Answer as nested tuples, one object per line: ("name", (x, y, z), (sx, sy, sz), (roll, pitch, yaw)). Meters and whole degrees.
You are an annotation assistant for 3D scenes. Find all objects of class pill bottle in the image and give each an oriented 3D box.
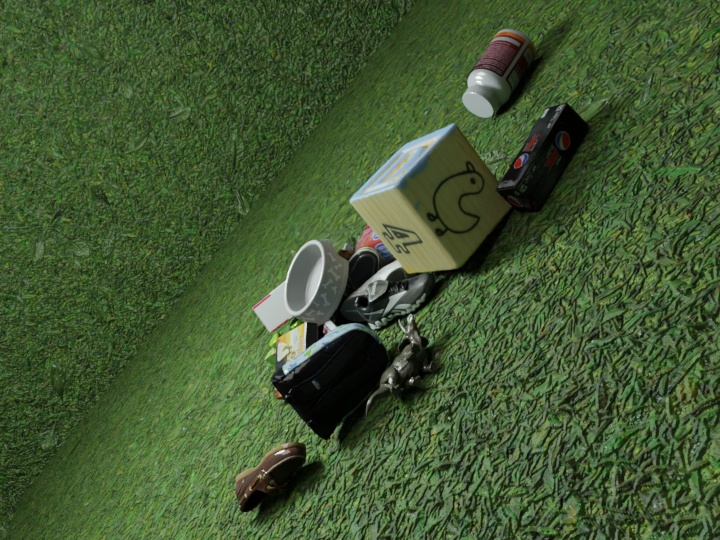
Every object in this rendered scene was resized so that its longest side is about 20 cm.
("pill bottle", (0.331, -0.474, 1.686), (0.200, 0.113, 0.113), (-57, 21, -15))

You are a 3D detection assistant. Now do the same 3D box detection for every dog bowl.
("dog bowl", (-0.105, 0.023, 1.560), (0.200, 0.059, 0.200), (-35, 45, 45))

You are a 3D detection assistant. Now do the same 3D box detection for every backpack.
("backpack", (-0.042, 0.187, 1.317), (0.200, 0.163, 0.154), (-42, 7, 7))

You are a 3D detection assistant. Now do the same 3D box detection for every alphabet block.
("alphabet block", (0.136, -0.132, 1.356), (0.195, 0.200, 0.196), (-47, 17, -20))

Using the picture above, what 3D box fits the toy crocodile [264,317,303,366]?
("toy crocodile", (-0.166, 0.173, 1.721), (0.200, 0.067, 0.062), (-42, 22, 24))

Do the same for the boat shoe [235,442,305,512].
("boat shoe", (-0.170, 0.399, 1.338), (0.200, 0.070, 0.070), (-44, 39, 33))

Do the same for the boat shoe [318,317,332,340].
("boat shoe", (-0.095, 0.122, 1.624), (0.070, 0.070, 0.200), (-9, 68, 50))

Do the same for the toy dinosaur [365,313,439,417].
("toy dinosaur", (0.076, 0.177, 1.219), (0.200, 0.077, 0.102), (-61, 10, -12))

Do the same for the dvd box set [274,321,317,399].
("dvd box set", (-0.145, 0.205, 1.555), (0.200, 0.029, 0.147), (149, 125, -60))

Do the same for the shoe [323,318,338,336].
("shoe", (-0.059, 0.172, 1.488), (0.091, 0.071, 0.200), (-49, 23, -1))

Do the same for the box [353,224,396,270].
("box", (0.087, -0.072, 1.554), (0.200, 0.095, 0.100), (-21, 37, 54))

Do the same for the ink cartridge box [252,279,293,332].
("ink cartridge box", (-0.155, 0.056, 1.767), (0.145, 0.084, 0.200), (-37, 0, 34))

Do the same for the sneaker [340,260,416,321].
("sneaker", (0.042, 0.042, 1.513), (0.200, 0.070, 0.080), (-35, 19, 22))

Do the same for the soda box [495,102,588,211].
("soda box", (0.335, -0.207, 1.285), (0.200, 0.071, 0.063), (-56, 22, -12))

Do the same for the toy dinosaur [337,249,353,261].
("toy dinosaur", (0.000, 0.000, 1.649), (0.060, 0.200, 0.106), (8, 82, 20))

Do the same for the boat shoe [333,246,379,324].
("boat shoe", (-0.010, 0.038, 1.566), (0.062, 0.075, 0.200), (-101, 33, -59))

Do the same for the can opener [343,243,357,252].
("can opener", (-0.038, 0.013, 1.738), (0.067, 0.053, 0.200), (-17, 42, 44))

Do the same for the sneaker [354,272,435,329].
("sneaker", (0.061, 0.050, 1.408), (0.200, 0.090, 0.067), (-34, 27, 39))
